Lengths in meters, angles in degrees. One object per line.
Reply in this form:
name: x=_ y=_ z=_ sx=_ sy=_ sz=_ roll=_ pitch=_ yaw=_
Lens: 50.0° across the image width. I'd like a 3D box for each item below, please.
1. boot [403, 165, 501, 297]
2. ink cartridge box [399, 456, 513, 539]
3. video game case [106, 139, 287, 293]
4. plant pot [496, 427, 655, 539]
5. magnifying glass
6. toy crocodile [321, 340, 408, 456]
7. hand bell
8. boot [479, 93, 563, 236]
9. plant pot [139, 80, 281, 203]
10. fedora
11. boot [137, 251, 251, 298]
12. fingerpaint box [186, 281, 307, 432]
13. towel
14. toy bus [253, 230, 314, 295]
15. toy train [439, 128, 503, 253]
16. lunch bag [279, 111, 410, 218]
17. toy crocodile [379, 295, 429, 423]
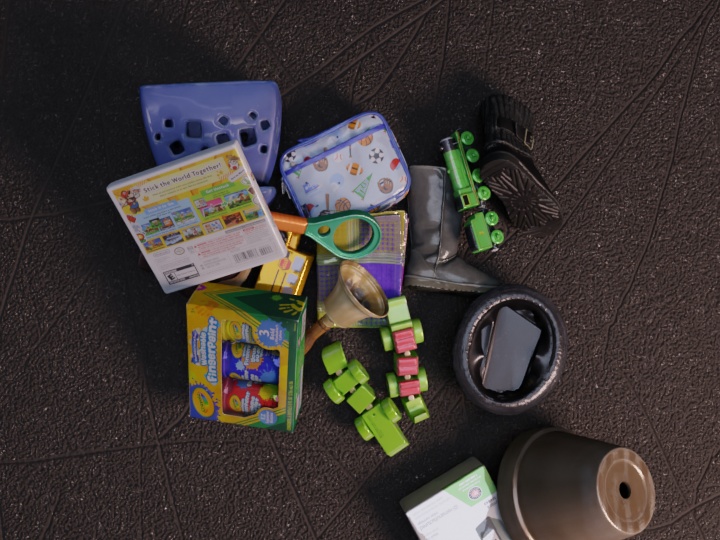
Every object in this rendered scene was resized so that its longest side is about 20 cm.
boot: x=0.154 y=-0.063 z=1.253 sx=0.179 sy=0.073 sz=0.204 roll=9 pitch=79 yaw=-6
ink cartridge box: x=0.172 y=0.421 z=1.209 sx=0.144 sy=0.084 sz=0.202 roll=-29 pitch=89 yaw=-6
video game case: x=-0.226 y=-0.070 z=1.085 sx=0.197 sy=0.023 sz=0.184 roll=-16 pitch=120 yaw=12
plant pot: x=0.333 y=0.328 z=1.149 sx=0.197 sy=0.173 sz=0.203 roll=10 pitch=69 yaw=-28
magnifying glass: x=-0.062 y=-0.061 z=1.138 sx=0.197 sy=0.023 sz=0.080 roll=10 pitch=123 yaw=-20
toy crocodile: x=0.005 y=0.203 z=1.219 sx=0.067 sy=0.062 sz=0.201 roll=-38 pitch=92 yaw=7
hand bell: x=-0.061 y=0.086 z=1.196 sx=0.200 sy=0.104 sz=0.104 roll=-41 pitch=90 yaw=23
boot: x=0.263 y=-0.171 z=1.254 sx=0.079 sy=0.211 sz=0.160 roll=-19 pitch=43 yaw=29
plant pot: x=-0.214 y=-0.179 z=1.165 sx=0.196 sy=0.200 sz=0.183 roll=-3 pitch=94 yaw=-5
fedora: x=0.229 y=0.124 z=1.228 sx=0.197 sy=0.092 sz=0.204 roll=0 pitch=86 yaw=-5
boot: x=-0.240 y=-0.038 z=1.172 sx=0.165 sy=0.073 sz=0.201 roll=29 pitch=120 yaw=-7
fingerpaint box: x=-0.169 y=0.131 z=1.150 sx=0.164 sy=0.074 sz=0.203 roll=8 pitch=118 yaw=5
towel: x=0.000 y=0.000 z=1.213 sx=0.141 sy=0.023 sz=0.203 roll=1 pitch=110 yaw=-6
toy bus: x=-0.127 y=0.020 z=1.205 sx=0.077 sy=0.065 sz=0.203 roll=20 pitch=95 yaw=-1
toy train: x=0.171 y=-0.124 z=1.214 sx=0.056 sy=0.042 sz=0.203 roll=-15 pitch=85 yaw=-17
lunch bag: x=-0.029 y=-0.154 z=1.226 sx=0.198 sy=0.076 sz=0.162 roll=-24 pitch=90 yaw=2
toy crocodile: x=0.071 y=0.140 z=1.221 sx=0.066 sy=0.062 sz=0.204 roll=-9 pitch=99 yaw=-5
